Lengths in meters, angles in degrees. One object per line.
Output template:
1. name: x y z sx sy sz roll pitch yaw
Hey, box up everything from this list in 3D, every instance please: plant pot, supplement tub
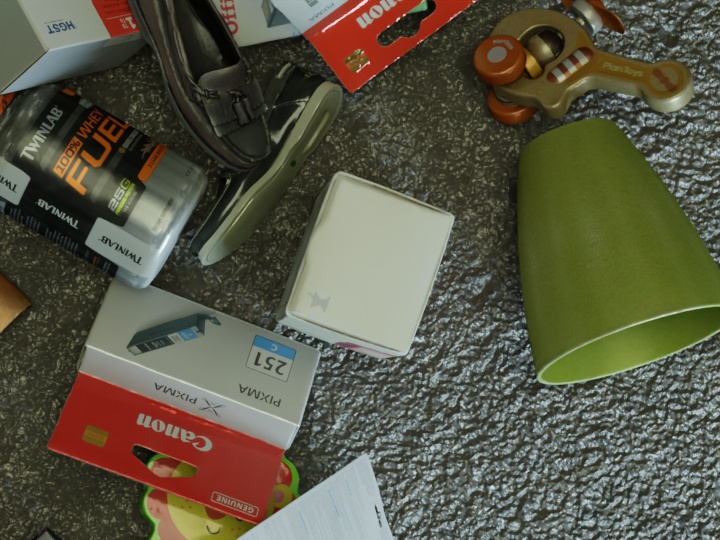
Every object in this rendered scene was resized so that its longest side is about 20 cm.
1. plant pot: 0.214 -0.025 1.705 0.186 0.187 0.201 -16 74 -7
2. supplement tub: -0.244 -0.081 1.671 0.200 0.123 0.123 30 85 -3

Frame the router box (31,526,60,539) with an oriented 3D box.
1. router box: -0.263 0.349 1.683 0.149 0.051 0.200 -42 92 -8

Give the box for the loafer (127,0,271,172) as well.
1. loafer: -0.132 -0.178 1.641 0.072 0.063 0.200 -34 97 -35

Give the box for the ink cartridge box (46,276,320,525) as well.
1. ink cartridge box: -0.149 0.109 1.664 0.199 0.045 0.177 21 46 -5

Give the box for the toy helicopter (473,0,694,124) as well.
1. toy helicopter: 0.207 -0.189 1.719 0.199 0.079 0.133 17 65 27

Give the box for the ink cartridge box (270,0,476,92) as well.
1. ink cartridge box: 0.002 -0.262 1.644 0.162 0.057 0.200 -35 116 8

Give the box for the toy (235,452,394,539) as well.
1. toy: -0.050 0.250 1.663 0.200 0.047 0.116 -30 107 -50

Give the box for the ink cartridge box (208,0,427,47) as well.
1. ink cartridge box: -0.051 -0.289 1.693 0.199 0.088 0.146 -10 121 -5

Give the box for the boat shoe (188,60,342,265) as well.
1. boat shoe: -0.096 -0.095 1.722 0.067 0.072 0.200 32 85 15

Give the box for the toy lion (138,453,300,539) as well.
1. toy lion: -0.115 0.238 1.703 0.200 0.069 0.192 35 74 -7

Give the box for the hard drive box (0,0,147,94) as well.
1. hard drive box: -0.282 -0.266 1.649 0.077 0.156 0.200 -32 85 37

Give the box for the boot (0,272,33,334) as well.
1. boot: -0.420 0.014 1.691 0.188 0.068 0.200 -38 99 -14

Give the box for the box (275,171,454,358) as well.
1. box: 0.000 0.000 1.654 0.109 0.200 0.128 20 86 -4
